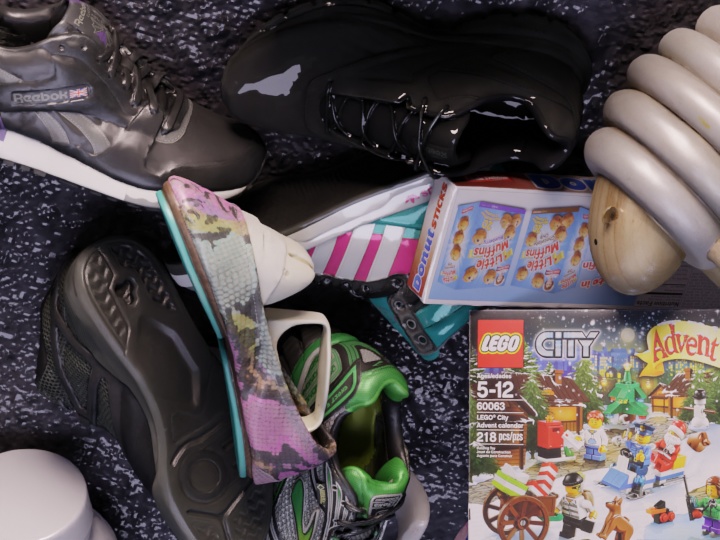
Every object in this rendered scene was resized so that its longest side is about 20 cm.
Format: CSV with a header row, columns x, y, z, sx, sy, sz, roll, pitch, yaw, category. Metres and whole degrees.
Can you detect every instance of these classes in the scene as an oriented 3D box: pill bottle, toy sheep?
x,y,z,sx,sy,sz,roll,pitch,yaw,category
-0.200,0.211,1.638,0.111,0.112,0.201,0,131,2,pill bottle
0.194,-0.069,1.377,0.200,0.138,0.138,-47,121,-5,toy sheep

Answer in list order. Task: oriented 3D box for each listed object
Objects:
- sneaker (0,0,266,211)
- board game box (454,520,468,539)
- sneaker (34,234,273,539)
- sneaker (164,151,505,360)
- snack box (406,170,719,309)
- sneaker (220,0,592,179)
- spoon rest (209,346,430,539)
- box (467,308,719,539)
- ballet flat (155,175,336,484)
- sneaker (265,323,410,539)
x,y,z,sx,sy,sz,roll,pitch,yaw,category
-0.142,-0.096,1.405,0.199,0.076,0.088,13,124,-9,sneaker
0.188,0.141,1.536,0.199,0.041,0.200,24,124,-19,board game box
-0.122,0.080,1.513,0.200,0.076,0.114,60,153,-5,sneaker
0.000,0.000,1.478,0.199,0.084,0.121,-18,118,15,sneaker
0.125,-0.015,1.443,0.199,0.024,0.072,2,118,-27,snack box
0.024,-0.092,1.391,0.198,0.091,0.076,-1,132,4,sneaker
-0.050,0.107,1.593,0.199,0.061,0.100,27,126,-3,spoon rest
0.157,0.089,1.414,0.198,0.038,0.138,-1,88,16,box
-0.054,0.027,1.418,0.071,0.069,0.201,-16,122,-2,ballet flat
-0.016,0.137,1.505,0.078,0.085,0.202,-8,109,-34,sneaker
